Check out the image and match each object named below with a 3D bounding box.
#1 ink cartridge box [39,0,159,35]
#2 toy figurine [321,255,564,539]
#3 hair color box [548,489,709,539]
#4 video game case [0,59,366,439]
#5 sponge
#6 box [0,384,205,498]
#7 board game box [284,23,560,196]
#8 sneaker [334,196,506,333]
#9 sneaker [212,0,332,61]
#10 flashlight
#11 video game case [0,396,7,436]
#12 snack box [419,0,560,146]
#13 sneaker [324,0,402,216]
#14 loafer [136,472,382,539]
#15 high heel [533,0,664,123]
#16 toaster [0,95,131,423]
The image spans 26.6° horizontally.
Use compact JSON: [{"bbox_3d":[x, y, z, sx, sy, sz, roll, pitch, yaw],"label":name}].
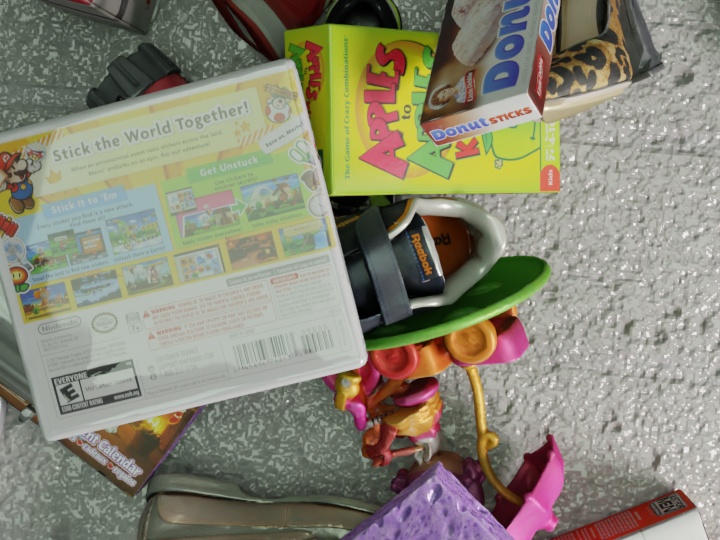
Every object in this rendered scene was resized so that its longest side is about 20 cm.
[{"bbox_3d":[-0.174,-0.240,0.963,0.082,0.200,0.148,15,92,4],"label":"ink cartridge box"},{"bbox_3d":[0.056,0.107,1.021,0.199,0.150,0.185,-13,102,23],"label":"toy figurine"},{"bbox_3d":[0.150,0.237,1.045,0.199,0.061,0.102,-21,93,3],"label":"hair color box"},{"bbox_3d":[-0.113,-0.011,0.896,0.199,0.023,0.183,-14,96,5],"label":"video game case"},{"bbox_3d":[0.076,0.226,0.982,0.111,0.030,0.200,-42,97,20],"label":"sponge"},{"bbox_3d":[-0.192,0.041,1.055,0.200,0.039,0.137,37,92,0],"label":"box"},{"bbox_3d":[0.044,-0.099,0.981,0.199,0.047,0.102,-3,94,-40],"label":"board game box"},{"bbox_3d":[0.000,0.000,0.949,0.199,0.079,0.079,-25,100,-24],"label":"sneaker"},{"bbox_3d":[-0.061,-0.230,0.979,0.078,0.200,0.116,40,81,25],"label":"sneaker"},{"bbox_3d":[-0.095,-0.061,1.020,0.200,0.068,0.068,47,137,8],"label":"flashlight"},{"bbox_3d":[-0.355,0.164,1.073,0.181,0.023,0.202,12,92,1],"label":"video game case"},{"bbox_3d":[0.087,-0.160,0.938,0.071,0.201,0.024,-13,133,28],"label":"snack box"},{"bbox_3d":[-0.010,-0.097,1.023,0.071,0.083,0.202,3,93,2],"label":"sneaker"},{"bbox_3d":[-0.054,0.188,1.036,0.198,0.072,0.063,9,57,7],"label":"loafer"},{"bbox_3d":[0.126,-0.173,0.973,0.071,0.200,0.143,-20,96,33],"label":"high heel"},{"bbox_3d":[-0.171,0.003,0.980,0.129,0.114,0.200,43,88,-4],"label":"toaster"}]
